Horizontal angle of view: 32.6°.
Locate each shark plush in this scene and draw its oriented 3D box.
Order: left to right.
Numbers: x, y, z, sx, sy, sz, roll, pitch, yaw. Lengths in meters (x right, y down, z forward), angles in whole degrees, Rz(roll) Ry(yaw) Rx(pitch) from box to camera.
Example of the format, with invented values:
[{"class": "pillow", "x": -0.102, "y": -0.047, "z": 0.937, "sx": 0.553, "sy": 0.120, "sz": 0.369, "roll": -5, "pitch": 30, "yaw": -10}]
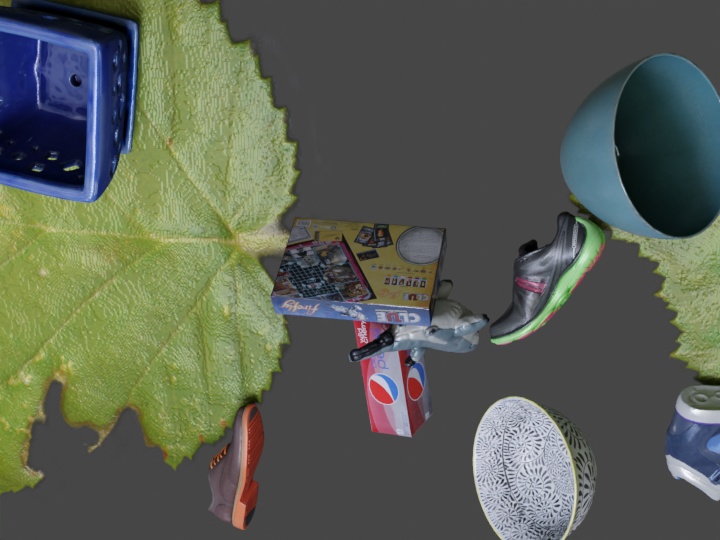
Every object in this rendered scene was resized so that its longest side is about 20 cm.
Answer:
[{"class": "shark plush", "x": 0.079, "y": 0.090, "z": 1.525, "sx": 0.091, "sy": 0.199, "sz": 0.084, "roll": 35, "pitch": 130, "yaw": 29}]

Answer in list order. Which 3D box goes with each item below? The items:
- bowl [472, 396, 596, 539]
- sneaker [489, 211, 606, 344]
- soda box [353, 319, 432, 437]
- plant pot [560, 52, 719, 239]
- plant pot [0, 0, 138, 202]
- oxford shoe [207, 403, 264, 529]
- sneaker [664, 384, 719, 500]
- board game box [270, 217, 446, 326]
[{"class": "bowl", "x": 0.241, "y": 0.257, "z": 1.581, "sx": 0.200, "sy": 0.093, "sz": 0.204, "roll": 13, "pitch": 105, "yaw": 56}, {"class": "sneaker", "x": 0.221, "y": 0.010, "z": 1.522, "sx": 0.084, "sy": 0.077, "sz": 0.201, "roll": 42, "pitch": 113, "yaw": 13}, {"class": "soda box", "x": 0.041, "y": 0.110, "z": 1.594, "sx": 0.063, "sy": 0.070, "sz": 0.203, "roll": 3, "pitch": 113, "yaw": 31}, {"class": "plant pot", "x": 0.304, "y": -0.131, "z": 1.387, "sx": 0.134, "sy": 0.199, "sz": 0.202, "roll": -6, "pitch": 116, "yaw": 54}, {"class": "plant pot", "x": -0.374, "y": -0.220, "z": 1.496, "sx": 0.197, "sy": 0.180, "sz": 0.203, "roll": 12, "pitch": 115, "yaw": 8}, {"class": "oxford shoe", "x": -0.181, "y": 0.272, "z": 1.724, "sx": 0.072, "sy": 0.071, "sz": 0.203, "roll": 15, "pitch": 115, "yaw": 13}, {"class": "sneaker", "x": 0.482, "y": 0.223, "z": 1.541, "sx": 0.197, "sy": 0.081, "sz": 0.148, "roll": 5, "pitch": 122, "yaw": 8}, {"class": "board game box", "x": 0.000, "y": 0.000, "z": 1.528, "sx": 0.197, "sy": 0.137, "sz": 0.035, "roll": 5, "pitch": 139, "yaw": 12}]
